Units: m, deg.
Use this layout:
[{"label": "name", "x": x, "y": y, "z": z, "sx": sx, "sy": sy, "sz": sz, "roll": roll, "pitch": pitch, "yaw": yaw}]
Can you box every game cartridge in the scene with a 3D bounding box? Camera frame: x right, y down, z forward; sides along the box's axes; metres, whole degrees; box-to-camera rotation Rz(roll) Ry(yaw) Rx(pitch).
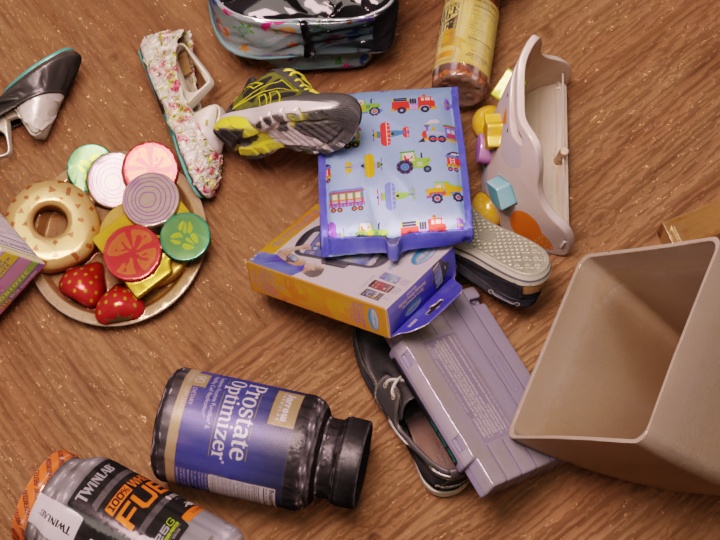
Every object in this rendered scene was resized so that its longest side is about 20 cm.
[{"label": "game cartridge", "x": 0.111, "y": 0.115, "z": 1.415, "sx": 0.129, "sy": 0.038, "sz": 0.201, "roll": -16, "pitch": 65, "yaw": -35}]

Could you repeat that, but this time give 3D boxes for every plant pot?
[{"label": "plant pot", "x": 0.290, "y": 0.109, "z": 1.353, "sx": 0.176, "sy": 0.199, "sz": 0.201, "roll": 34, "pitch": 70, "yaw": -24}]

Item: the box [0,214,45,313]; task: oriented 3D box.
[{"label": "box", "x": -0.454, "y": -0.016, "z": 1.464, "sx": 0.200, "sy": 0.097, "sz": 0.176, "roll": 44, "pitch": 94, "yaw": 17}]

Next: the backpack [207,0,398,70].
[{"label": "backpack", "x": -0.068, "y": -0.305, "z": 1.546, "sx": 0.197, "sy": 0.151, "sz": 0.179, "roll": -4, "pitch": 63, "yaw": -8}]

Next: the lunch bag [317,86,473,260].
[{"label": "lunch bag", "x": 0.032, "y": -0.087, "z": 1.453, "sx": 0.148, "sy": 0.095, "sz": 0.201, "roll": -3, "pitch": 42, "yaw": 1}]

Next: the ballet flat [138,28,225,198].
[{"label": "ballet flat", "x": -0.180, "y": -0.175, "z": 1.542, "sx": 0.063, "sy": 0.076, "sz": 0.202, "roll": -27, "pitch": 71, "yaw": 11}]

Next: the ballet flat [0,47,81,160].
[{"label": "ballet flat", "x": -0.374, "y": -0.160, "z": 1.558, "sx": 0.199, "sy": 0.068, "sz": 0.069, "roll": -30, "pitch": 81, "yaw": 2}]

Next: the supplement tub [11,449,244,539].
[{"label": "supplement tub", "x": -0.219, "y": 0.256, "z": 1.365, "sx": 0.198, "sy": 0.123, "sz": 0.123, "roll": 25, "pitch": 73, "yaw": 11}]

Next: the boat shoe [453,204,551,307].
[{"label": "boat shoe", "x": 0.108, "y": -0.025, "z": 1.484, "sx": 0.199, "sy": 0.063, "sz": 0.074, "roll": 32, "pitch": 52, "yaw": 28}]

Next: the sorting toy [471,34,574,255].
[{"label": "sorting toy", "x": 0.167, "y": -0.142, "z": 1.462, "sx": 0.105, "sy": 0.180, "sz": 0.202, "roll": 1, "pitch": 70, "yaw": 3}]

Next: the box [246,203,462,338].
[{"label": "box", "x": 0.000, "y": 0.000, "z": 1.431, "sx": 0.198, "sy": 0.042, "sz": 0.119, "roll": 16, "pitch": 41, "yaw": 34}]

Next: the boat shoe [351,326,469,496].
[{"label": "boat shoe", "x": 0.052, "y": 0.122, "z": 1.433, "sx": 0.071, "sy": 0.068, "sz": 0.201, "roll": -27, "pitch": 70, "yaw": -6}]

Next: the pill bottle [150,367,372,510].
[{"label": "pill bottle", "x": -0.093, "y": 0.166, "z": 1.398, "sx": 0.197, "sy": 0.112, "sz": 0.113, "roll": 11, "pitch": 71, "yaw": 6}]

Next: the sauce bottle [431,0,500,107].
[{"label": "sauce bottle", "x": 0.119, "y": -0.275, "z": 1.574, "sx": 0.065, "sy": 0.066, "sz": 0.202, "roll": 7, "pitch": 62, "yaw": 5}]

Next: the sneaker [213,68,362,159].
[{"label": "sneaker", "x": -0.071, "y": -0.168, "z": 1.453, "sx": 0.199, "sy": 0.074, "sz": 0.085, "roll": 0, "pitch": 62, "yaw": 45}]

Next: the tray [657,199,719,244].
[{"label": "tray", "x": 0.417, "y": -0.037, "z": 1.491, "sx": 0.198, "sy": 0.037, "sz": 0.100, "roll": -22, "pitch": 70, "yaw": -5}]

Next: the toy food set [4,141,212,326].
[{"label": "toy food set", "x": -0.255, "y": -0.041, "z": 1.513, "sx": 0.197, "sy": 0.049, "sz": 0.200, "roll": -38, "pitch": 73, "yaw": -11}]
